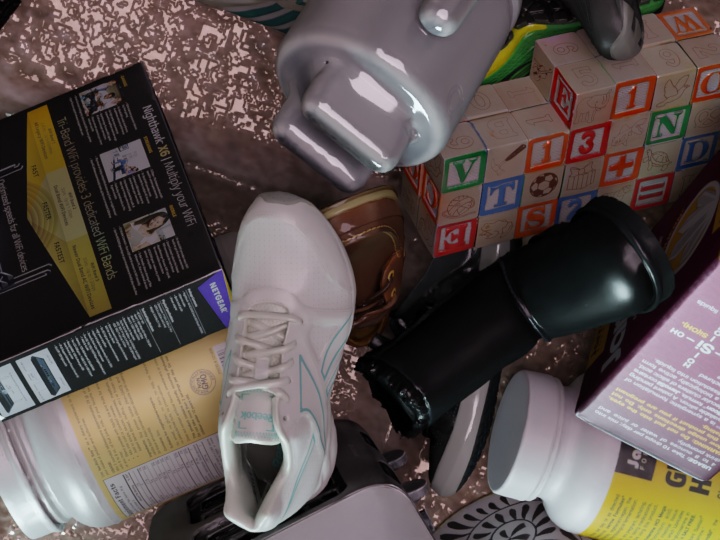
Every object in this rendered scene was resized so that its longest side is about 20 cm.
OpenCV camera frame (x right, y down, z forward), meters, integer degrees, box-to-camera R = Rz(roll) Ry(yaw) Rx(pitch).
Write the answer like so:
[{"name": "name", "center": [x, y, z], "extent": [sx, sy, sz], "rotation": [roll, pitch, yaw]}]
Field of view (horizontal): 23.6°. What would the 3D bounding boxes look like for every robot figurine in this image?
[{"name": "robot figurine", "center": [0.025, -0.142, 1.018], "extent": [0.113, 0.169, 0.201], "rotation": [39, 62, -17]}]

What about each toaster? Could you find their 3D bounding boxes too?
[{"name": "toaster", "center": [-0.041, 0.195, 1.108], "extent": [0.199, 0.181, 0.119], "rotation": [-26, 100, -3]}]

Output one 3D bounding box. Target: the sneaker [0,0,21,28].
[{"name": "sneaker", "center": [-0.223, -0.232, 1.074], "extent": [0.087, 0.076, 0.200], "rotation": [39, 92, -5]}]

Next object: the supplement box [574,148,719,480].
[{"name": "supplement box", "center": [0.230, 0.015, 1.053], "extent": [0.103, 0.131, 0.200], "rotation": [26, 139, -6]}]

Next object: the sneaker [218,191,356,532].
[{"name": "sneaker", "center": [-0.045, 0.056, 0.974], "extent": [0.070, 0.080, 0.202], "rotation": [6, 110, 16]}]

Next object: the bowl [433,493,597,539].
[{"name": "bowl", "center": [0.127, 0.258, 1.181], "extent": [0.199, 0.094, 0.202], "rotation": [-1, 99, -6]}]

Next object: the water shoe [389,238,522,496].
[{"name": "water shoe", "center": [0.057, 0.049, 1.162], "extent": [0.078, 0.071, 0.201], "rotation": [11, 92, 12]}]

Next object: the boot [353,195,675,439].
[{"name": "boot", "center": [0.085, 0.032, 1.026], "extent": [0.162, 0.198, 0.074], "rotation": [-34, 94, -12]}]

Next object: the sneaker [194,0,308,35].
[{"name": "sneaker", "center": [-0.044, -0.183, 1.091], "extent": [0.199, 0.093, 0.071], "rotation": [15, 97, -9]}]

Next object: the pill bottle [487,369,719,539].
[{"name": "pill bottle", "center": [0.192, 0.131, 1.159], "extent": [0.199, 0.112, 0.113], "rotation": [14, 97, -9]}]

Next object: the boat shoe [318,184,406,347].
[{"name": "boat shoe", "center": [0.000, 0.000, 1.068], "extent": [0.072, 0.200, 0.068], "rotation": [-22, 78, -6]}]

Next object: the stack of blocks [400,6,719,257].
[{"name": "stack of blocks", "center": [0.130, -0.088, 1.098], "extent": [0.199, 0.059, 0.116], "rotation": [-14, 138, -16]}]

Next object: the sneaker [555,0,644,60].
[{"name": "sneaker", "center": [0.121, -0.202, 1.085], "extent": [0.079, 0.201, 0.075], "rotation": [-23, 144, 7]}]

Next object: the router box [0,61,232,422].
[{"name": "router box", "center": [-0.175, -0.023, 1.053], "extent": [0.156, 0.201, 0.052], "rotation": [-22, 139, -3]}]

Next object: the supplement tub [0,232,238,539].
[{"name": "supplement tub", "center": [-0.137, 0.075, 1.093], "extent": [0.199, 0.145, 0.146], "rotation": [-22, 101, -3]}]

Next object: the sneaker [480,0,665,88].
[{"name": "sneaker", "center": [0.112, -0.147, 1.137], "extent": [0.199, 0.078, 0.085], "rotation": [-25, 137, -9]}]
